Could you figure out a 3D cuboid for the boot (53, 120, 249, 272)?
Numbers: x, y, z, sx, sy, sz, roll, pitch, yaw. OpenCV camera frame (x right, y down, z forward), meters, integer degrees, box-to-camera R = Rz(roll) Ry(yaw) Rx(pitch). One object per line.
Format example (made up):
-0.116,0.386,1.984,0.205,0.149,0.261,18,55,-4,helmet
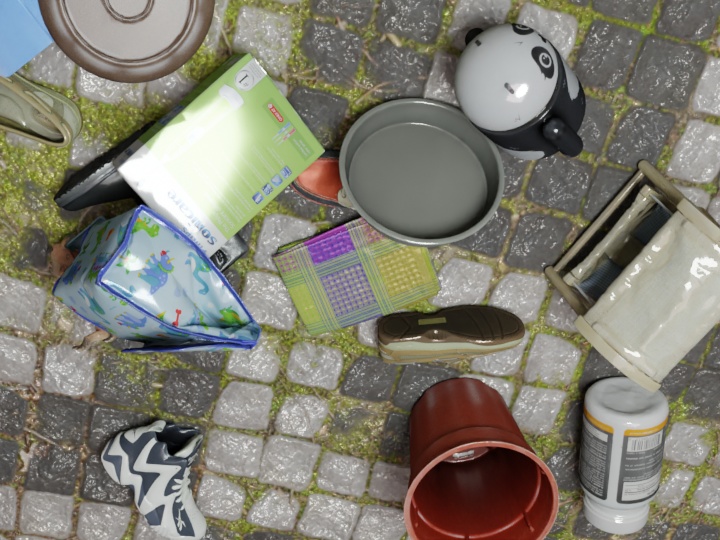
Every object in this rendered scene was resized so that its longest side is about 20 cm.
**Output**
-0.258,-0.059,1.162,0.164,0.066,0.201,-31,116,8,boot

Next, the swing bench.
0.357,0.004,1.153,0.129,0.201,0.200,33,109,-17,swing bench

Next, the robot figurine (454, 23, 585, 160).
0.186,-0.201,1.063,0.149,0.199,0.127,10,84,31,robot figurine

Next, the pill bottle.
0.369,0.263,1.320,0.115,0.117,0.203,-3,116,-2,pill bottle

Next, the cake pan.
0.071,-0.112,1.104,0.197,0.203,0.037,4,153,-6,cake pan

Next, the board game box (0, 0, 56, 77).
-0.397,-0.324,1.043,0.199,0.039,0.159,-37,114,2,board game box

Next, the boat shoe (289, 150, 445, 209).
0.009,-0.105,1.147,0.197,0.063,0.072,11,98,-4,boat shoe

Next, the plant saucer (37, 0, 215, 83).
-0.261,-0.310,1.044,0.197,0.032,0.203,-6,112,-14,plant saucer

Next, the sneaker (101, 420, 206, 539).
-0.254,0.290,1.311,0.129,0.080,0.200,-31,103,20,sneaker

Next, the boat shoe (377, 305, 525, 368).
0.122,0.096,1.262,0.197,0.072,0.077,0,130,4,boat shoe

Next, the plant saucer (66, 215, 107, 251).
-0.292,0.017,1.219,0.070,0.019,0.200,-36,111,12,plant saucer

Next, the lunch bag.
-0.229,0.034,1.071,0.199,0.169,0.129,36,67,-28,lunch bag

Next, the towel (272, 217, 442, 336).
0.000,0.000,1.227,0.198,0.023,0.145,-21,114,6,towel

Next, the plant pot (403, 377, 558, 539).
0.147,0.259,1.259,0.198,0.196,0.203,-1,115,-3,plant pot

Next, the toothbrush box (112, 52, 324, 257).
-0.166,-0.133,1.089,0.200,0.086,0.146,-44,112,-7,toothbrush box

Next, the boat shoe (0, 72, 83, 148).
-0.426,-0.200,1.084,0.199,0.063,0.074,26,111,-13,boat shoe

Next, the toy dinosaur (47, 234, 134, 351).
-0.295,0.028,1.173,0.197,0.086,0.138,3,95,-17,toy dinosaur
